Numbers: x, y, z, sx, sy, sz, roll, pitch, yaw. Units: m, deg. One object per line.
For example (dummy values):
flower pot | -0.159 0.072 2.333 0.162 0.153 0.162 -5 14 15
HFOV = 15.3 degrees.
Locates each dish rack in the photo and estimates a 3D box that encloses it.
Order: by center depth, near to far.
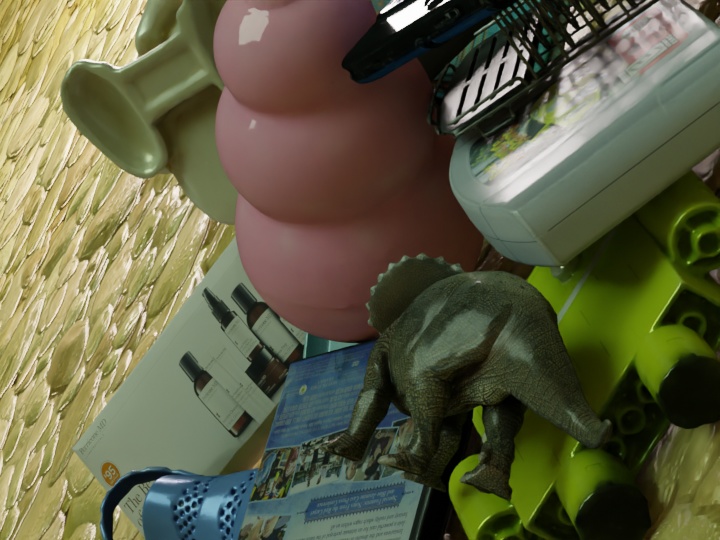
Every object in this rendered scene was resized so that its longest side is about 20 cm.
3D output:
dish rack | 0.106 -0.140 1.219 0.200 0.055 0.154 -34 12 19

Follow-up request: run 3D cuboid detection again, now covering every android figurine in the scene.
android figurine | 0.097 0.038 1.133 0.183 0.041 0.200 -58 19 14

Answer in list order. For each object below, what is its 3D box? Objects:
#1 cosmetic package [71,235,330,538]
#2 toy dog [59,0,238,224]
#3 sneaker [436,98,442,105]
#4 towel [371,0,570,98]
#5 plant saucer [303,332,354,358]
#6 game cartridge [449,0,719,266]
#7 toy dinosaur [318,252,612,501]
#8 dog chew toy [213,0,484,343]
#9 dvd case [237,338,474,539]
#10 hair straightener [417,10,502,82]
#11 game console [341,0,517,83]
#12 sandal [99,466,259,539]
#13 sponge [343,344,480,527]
cosmetic package | -0.079 0.064 1.506 0.051 0.083 0.200 -20 -26 -52
toy dog | -0.052 -0.123 1.620 0.139 0.194 0.200 -39 8 32
sneaker | 0.015 -0.067 1.457 0.201 0.075 0.115 -57 16 11
towel | 0.043 -0.167 1.435 0.022 0.146 0.201 88 -170 -48
plant saucer | 0.000 0.000 1.398 0.070 0.019 0.201 -13 68 51
game cartridge | 0.101 -0.062 1.163 0.133 0.041 0.200 -41 12 5
toy dinosaur | 0.041 0.038 1.103 0.200 0.077 0.103 -8 65 70
dog chew toy | -0.014 -0.061 1.281 0.124 0.201 0.125 -12 39 10
dvd case | -0.010 0.121 1.238 0.142 0.018 0.201 -16 49 48
hair straightener | 0.085 -0.159 1.346 0.200 0.041 0.077 -39 5 -17
game console | 0.059 -0.203 1.184 0.170 0.118 0.200 -26 19 49
sandal | -0.079 0.138 1.412 0.200 0.087 0.080 -24 40 61
sponge | -0.005 0.128 1.272 0.111 0.030 0.201 -5 59 55
